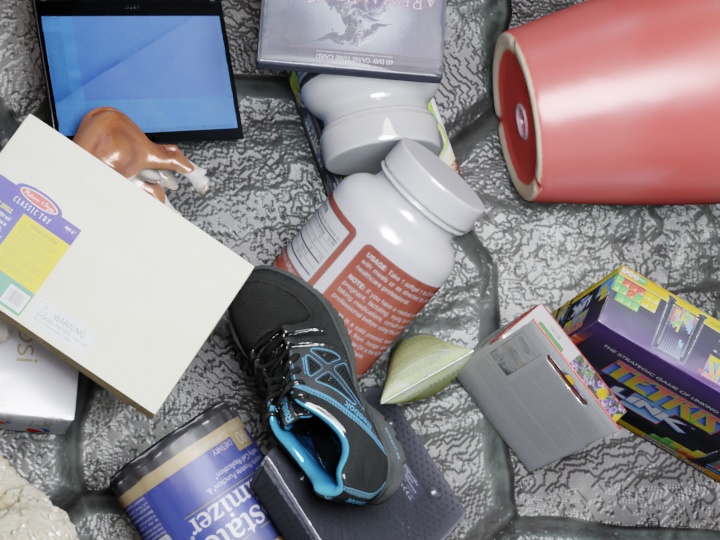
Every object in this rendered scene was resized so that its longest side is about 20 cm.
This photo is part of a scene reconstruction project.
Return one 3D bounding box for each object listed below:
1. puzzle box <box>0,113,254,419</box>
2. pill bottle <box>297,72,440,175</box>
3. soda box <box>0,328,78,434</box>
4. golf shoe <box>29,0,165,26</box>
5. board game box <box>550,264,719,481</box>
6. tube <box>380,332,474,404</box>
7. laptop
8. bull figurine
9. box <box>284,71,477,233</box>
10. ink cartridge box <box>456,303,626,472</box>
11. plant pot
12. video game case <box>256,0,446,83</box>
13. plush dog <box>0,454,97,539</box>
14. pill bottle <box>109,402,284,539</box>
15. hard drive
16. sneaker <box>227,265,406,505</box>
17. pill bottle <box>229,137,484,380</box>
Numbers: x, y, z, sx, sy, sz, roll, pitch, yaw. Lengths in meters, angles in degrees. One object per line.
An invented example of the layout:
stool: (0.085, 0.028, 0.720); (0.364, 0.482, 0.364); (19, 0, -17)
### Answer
puzzle box: (-0.193, -0.004, 1.335); (0.199, 0.025, 0.133); (35, 72, -1)
pill bottle: (0.003, -0.185, 1.491); (0.116, 0.116, 0.201); (-6, 77, -17)
soda box: (-0.247, 0.020, 1.432); (0.068, 0.064, 0.202); (7, 73, -14)
golf shoe: (-0.188, -0.259, 1.528); (0.094, 0.078, 0.201); (39, 66, -26)
board game box: (0.251, 0.087, 1.502); (0.199, 0.165, 0.057); (30, 69, -6)
tube: (0.047, 0.077, 1.427); (0.052, 0.200, 0.058); (19, 89, 0)
laptop: (-0.150, -0.206, 1.439); (0.176, 0.201, 0.103); (-7, 48, -39)
bull figurine: (-0.201, -0.025, 1.389); (0.121, 0.065, 0.201); (29, 72, -11)
box: (0.013, -0.114, 1.556); (0.109, 0.035, 0.201); (-16, 81, -19)
ink cartridge box: (0.147, 0.087, 1.453); (0.050, 0.200, 0.109); (-37, 88, -21)
plant pot: (0.211, -0.140, 1.548); (0.176, 0.200, 0.202); (-10, 78, -9)
video game case: (-0.003, -0.246, 1.437); (0.142, 0.019, 0.202); (4, 75, -5)
plush dog: (-0.272, 0.230, 1.293); (0.171, 0.160, 0.201); (-20, 95, -38)
pill bottle: (-0.091, 0.210, 1.400); (0.112, 0.112, 0.201); (-33, 86, -21)
hard drive: (-0.002, 0.170, 1.417); (0.135, 0.042, 0.200); (57, 28, 5)
sneaker: (-0.040, 0.079, 1.344); (0.073, 0.082, 0.201); (-42, 71, 21)
pill bottle: (0.000, 0.000, 1.435); (0.112, 0.112, 0.200); (41, 104, -2)
